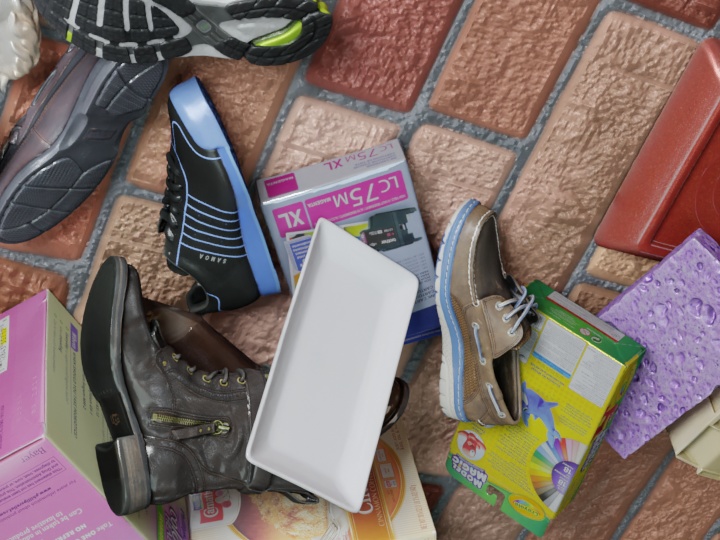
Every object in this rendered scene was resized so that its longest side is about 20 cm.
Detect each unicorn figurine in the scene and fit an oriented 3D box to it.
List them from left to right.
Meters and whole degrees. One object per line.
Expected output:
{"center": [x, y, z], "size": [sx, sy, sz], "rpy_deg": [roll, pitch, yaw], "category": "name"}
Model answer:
{"center": [-0.243, -0.203, 0.863], "size": [0.137, 0.074, 0.200], "rpy_deg": [26, 110, -39], "category": "unicorn figurine"}

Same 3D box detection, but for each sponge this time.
{"center": [0.251, 0.066, 1.131], "size": [0.112, 0.030, 0.200], "rpy_deg": [45, 125, 2], "category": "sponge"}

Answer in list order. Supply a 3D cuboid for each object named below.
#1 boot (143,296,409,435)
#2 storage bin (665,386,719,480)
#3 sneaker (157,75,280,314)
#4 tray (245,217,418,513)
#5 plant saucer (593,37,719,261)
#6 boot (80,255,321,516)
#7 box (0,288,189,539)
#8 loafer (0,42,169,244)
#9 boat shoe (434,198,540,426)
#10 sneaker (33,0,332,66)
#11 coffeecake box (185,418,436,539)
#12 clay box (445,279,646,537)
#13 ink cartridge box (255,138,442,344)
{"center": [-0.084, 0.078, 1.067], "size": [0.185, 0.065, 0.200], "rpy_deg": [-18, 137, 27], "category": "boot"}
{"center": [0.398, 0.102, 1.184], "size": [0.197, 0.094, 0.200], "rpy_deg": [17, 131, -24], "category": "storage bin"}
{"center": [-0.120, -0.047, 1.006], "size": [0.077, 0.070, 0.201], "rpy_deg": [-20, 127, -4], "category": "sneaker"}
{"center": [-0.022, 0.071, 1.012], "size": [0.107, 0.201, 0.022], "rpy_deg": [31, 151, -28], "category": "tray"}
{"center": [0.322, -0.072, 1.105], "size": [0.199, 0.037, 0.200], "rpy_deg": [12, 121, -21], "category": "plant saucer"}
{"center": [-0.110, 0.084, 0.994], "size": [0.173, 0.069, 0.202], "rpy_deg": [-6, 91, -29], "category": "boot"}
{"center": [-0.228, 0.152, 1.056], "size": [0.096, 0.176, 0.200], "rpy_deg": [-29, 126, 8], "category": "box"}
{"center": [-0.209, -0.104, 0.963], "size": [0.200, 0.063, 0.072], "rpy_deg": [-47, 151, 25], "category": "loafer"}
{"center": [0.107, 0.037, 1.092], "size": [0.072, 0.072, 0.201], "rpy_deg": [13, 125, 28], "category": "boat shoe"}
{"center": [-0.121, -0.186, 0.895], "size": [0.199, 0.081, 0.074], "rpy_deg": [3, 137, -24], "category": "sneaker"}
{"center": [-0.047, 0.210, 1.150], "size": [0.198, 0.154, 0.073], "rpy_deg": [-8, 125, -7], "category": "coffeecake box"}
{"center": [0.154, 0.122, 1.159], "size": [0.048, 0.115, 0.201], "rpy_deg": [-28, 145, -49], "category": "clay box"}
{"center": [0.000, 0.000, 1.085], "size": [0.119, 0.042, 0.201], "rpy_deg": [-17, 128, 0], "category": "ink cartridge box"}
